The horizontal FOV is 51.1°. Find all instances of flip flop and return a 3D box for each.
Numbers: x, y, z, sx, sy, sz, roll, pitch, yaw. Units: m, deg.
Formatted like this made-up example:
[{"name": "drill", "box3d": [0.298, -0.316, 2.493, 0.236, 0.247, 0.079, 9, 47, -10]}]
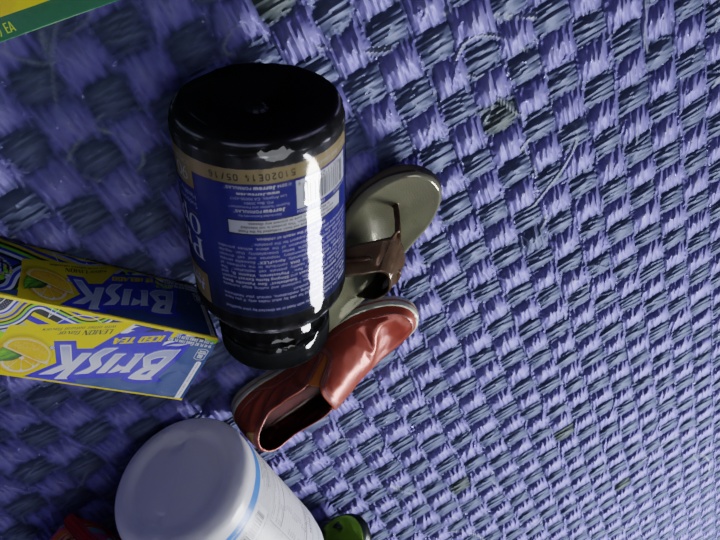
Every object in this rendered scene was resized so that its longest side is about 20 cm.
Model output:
[{"name": "flip flop", "box3d": [0.000, 0.000, 0.624, 0.081, 0.058, 0.200, 27, 111, -41]}]

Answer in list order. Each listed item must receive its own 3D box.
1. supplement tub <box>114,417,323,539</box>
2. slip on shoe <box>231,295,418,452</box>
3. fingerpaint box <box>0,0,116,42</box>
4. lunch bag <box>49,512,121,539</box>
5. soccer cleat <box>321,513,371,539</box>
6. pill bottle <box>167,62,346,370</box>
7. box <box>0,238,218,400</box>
[{"name": "supplement tub", "box3d": [-0.125, 0.240, 0.708, 0.131, 0.132, 0.201, -29, 136, -4]}, {"name": "slip on shoe", "box3d": [-0.027, 0.096, 0.690, 0.199, 0.061, 0.074, -35, 134, 0]}, {"name": "fingerpaint box", "box3d": [-0.192, -0.195, 0.340, 0.198, 0.074, 0.168, -23, 134, -10]}, {"name": "lunch bag", "box3d": [-0.212, 0.315, 0.702, 0.082, 0.175, 0.201, -52, 131, -23]}, {"name": "soccer cleat", "box3d": [-0.014, 0.351, 0.919, 0.080, 0.068, 0.201, -13, 139, -32]}, {"name": "pill bottle", "box3d": [-0.065, -0.029, 0.525, 0.111, 0.112, 0.201, -14, 132, -18]}, {"name": "box", "box3d": [-0.207, 0.035, 0.536, 0.199, 0.064, 0.070, 17, 118, -39]}]
